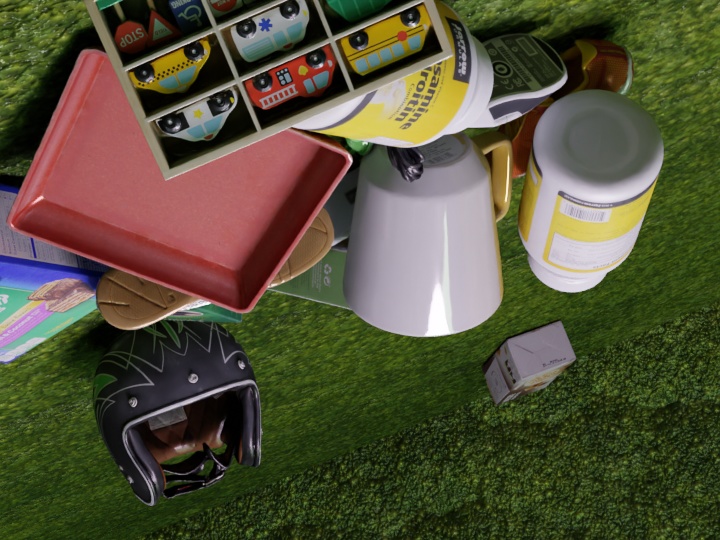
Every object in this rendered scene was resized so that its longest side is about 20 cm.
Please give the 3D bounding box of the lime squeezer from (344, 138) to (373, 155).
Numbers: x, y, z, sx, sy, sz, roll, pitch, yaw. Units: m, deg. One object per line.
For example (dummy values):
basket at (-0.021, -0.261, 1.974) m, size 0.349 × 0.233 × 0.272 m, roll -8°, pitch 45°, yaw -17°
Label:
lime squeezer at (-0.015, -0.117, 1.255) m, size 0.070 × 0.038 × 0.200 m, roll -23°, pitch 166°, yaw 8°

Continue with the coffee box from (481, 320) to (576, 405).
coffee box at (0.306, 0.172, 2.677) m, size 0.114 × 0.080 × 0.200 m, roll -17°, pitch 165°, yaw -15°

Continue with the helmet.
helmet at (-0.203, 0.141, 1.609) m, size 0.198 × 0.192 × 0.200 m, roll -8°, pitch -157°, yaw 3°

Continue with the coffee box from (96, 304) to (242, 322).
coffee box at (-0.197, 0.018, 1.372) m, size 0.122 × 0.044 × 0.200 m, roll 0°, pitch 173°, yaw 16°

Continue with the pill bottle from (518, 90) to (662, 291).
pill bottle at (0.202, -0.064, 1.324) m, size 0.111 × 0.113 × 0.200 m, roll -19°, pitch 153°, yaw -11°

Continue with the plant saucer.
plant saucer at (-0.133, -0.068, 1.052) m, size 0.199 × 0.037 × 0.200 m, roll 20°, pitch 136°, yaw -17°

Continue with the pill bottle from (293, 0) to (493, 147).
pill bottle at (0.015, -0.147, 1.036) m, size 0.112 × 0.113 × 0.200 m, roll -29°, pitch 164°, yaw 29°

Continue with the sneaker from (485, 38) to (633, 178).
sneaker at (0.168, -0.155, 1.357) m, size 0.077 × 0.073 × 0.200 m, roll 8°, pitch 145°, yaw -30°

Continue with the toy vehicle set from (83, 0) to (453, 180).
toy vehicle set at (-0.056, -0.153, 0.902) m, size 0.199 × 0.125 × 0.027 m, roll -23°, pitch -162°, yaw 4°

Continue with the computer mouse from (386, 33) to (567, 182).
computer mouse at (0.086, -0.140, 1.197) m, size 0.199 × 0.110 × 0.044 m, roll -20°, pitch 149°, yaw -30°

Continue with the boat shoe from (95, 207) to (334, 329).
boat shoe at (-0.120, -0.010, 1.170) m, size 0.199 × 0.071 × 0.069 m, roll -19°, pitch -175°, yaw -16°

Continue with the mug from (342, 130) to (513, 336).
mug at (0.059, -0.056, 1.318) m, size 0.148 × 0.187 × 0.154 m, roll 4°, pitch 125°, yaw 7°

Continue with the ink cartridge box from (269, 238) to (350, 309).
ink cartridge box at (0.000, 0.000, 1.460) m, size 0.199 × 0.060 × 0.103 m, roll 12°, pitch -167°, yaw 43°

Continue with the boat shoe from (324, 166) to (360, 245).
boat shoe at (-0.014, -0.063, 1.408) m, size 0.199 × 0.070 × 0.066 m, roll -29°, pitch 164°, yaw -1°

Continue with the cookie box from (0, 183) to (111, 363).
cookie box at (-0.310, 0.004, 1.160) m, size 0.171 × 0.076 × 0.199 m, roll -29°, pitch 158°, yaw 29°
